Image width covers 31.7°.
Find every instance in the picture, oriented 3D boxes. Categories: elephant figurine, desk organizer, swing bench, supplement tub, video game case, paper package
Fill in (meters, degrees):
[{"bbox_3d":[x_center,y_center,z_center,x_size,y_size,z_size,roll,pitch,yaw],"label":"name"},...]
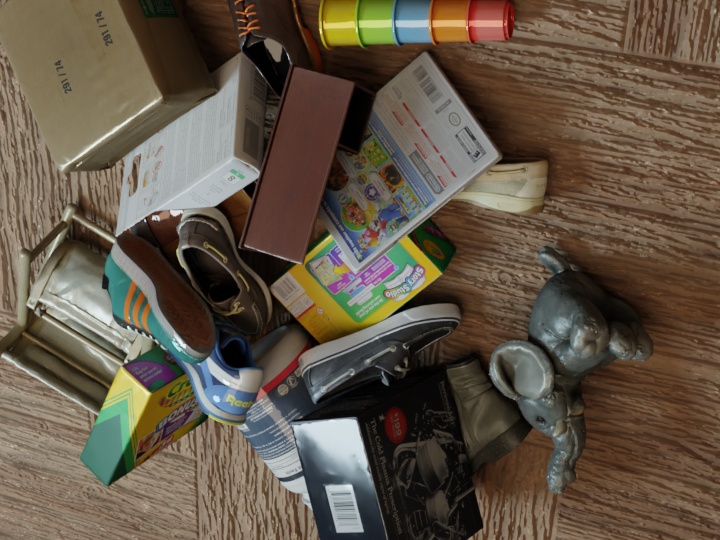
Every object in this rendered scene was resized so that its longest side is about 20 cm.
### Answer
[{"bbox_3d":[0.213,0.112,1.398,0.141,0.156,0.201,26,118,-20],"label":"elephant figurine"},{"bbox_3d":[-0.055,-0.108,1.341,0.076,0.072,0.202,17,92,21],"label":"desk organizer"},{"bbox_3d":[-0.339,0.062,1.612,0.198,0.130,0.201,31,130,3],"label":"swing bench"},{"bbox_3d":[-0.072,0.180,1.555,0.140,0.141,0.201,-30,104,32],"label":"supplement tub"},{"bbox_3d":[0.034,-0.115,1.352,0.200,0.018,0.144,-39,73,15],"label":"video game case"},{"bbox_3d":[-0.284,-0.239,1.402,0.190,0.103,0.201,-27,86,31],"label":"paper package"}]

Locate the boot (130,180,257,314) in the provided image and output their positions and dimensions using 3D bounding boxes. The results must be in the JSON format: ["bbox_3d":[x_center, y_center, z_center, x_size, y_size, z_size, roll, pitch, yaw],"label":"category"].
[{"bbox_3d":[-0.149,-0.035,1.485,0.199,0.069,0.189,-15,120,37],"label":"boot"}]

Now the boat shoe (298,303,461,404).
[{"bbox_3d":[0.029,0.099,1.465,0.198,0.068,0.072,-19,156,-4],"label":"boat shoe"}]

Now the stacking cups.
[{"bbox_3d":[0.057,-0.258,1.306,0.198,0.061,0.061,3,119,21],"label":"stacking cups"}]

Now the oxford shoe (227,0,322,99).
[{"bbox_3d":[-0.107,-0.277,1.356,0.071,0.073,0.201,-22,107,31],"label":"oxford shoe"}]

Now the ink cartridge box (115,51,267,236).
[{"bbox_3d":[-0.188,-0.132,1.418,0.199,0.162,0.050,-31,134,34],"label":"ink cartridge box"}]

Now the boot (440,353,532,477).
[{"bbox_3d":[0.107,0.191,1.545,0.131,0.068,0.200,49,123,4],"label":"boot"}]

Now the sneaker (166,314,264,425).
[{"bbox_3d":[-0.173,0.085,1.471,0.200,0.074,0.083,50,119,31],"label":"sneaker"}]

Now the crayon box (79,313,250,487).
[{"bbox_3d":[-0.239,0.154,1.570,0.058,0.200,0.173,41,126,13],"label":"crayon box"}]

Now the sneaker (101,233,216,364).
[{"bbox_3d":[-0.233,0.048,1.447,0.200,0.071,0.080,49,122,34],"label":"sneaker"}]

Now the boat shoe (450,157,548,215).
[{"bbox_3d":[0.104,-0.109,1.369,0.198,0.072,0.066,11,109,17],"label":"boat shoe"}]

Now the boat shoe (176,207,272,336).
[{"bbox_3d":[-0.157,0.014,1.449,0.071,0.060,0.201,-3,137,18],"label":"boat shoe"}]

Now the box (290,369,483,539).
[{"bbox_3d":[0.034,0.238,1.460,0.103,0.182,0.202,-10,97,37],"label":"box"}]

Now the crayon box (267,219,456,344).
[{"bbox_3d":[0.000,0.000,1.475,0.119,0.058,0.200,46,124,-7],"label":"crayon box"}]

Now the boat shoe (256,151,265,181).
[{"bbox_3d":[-0.072,-0.104,1.454,0.198,0.073,0.063,-6,141,25],"label":"boat shoe"}]
